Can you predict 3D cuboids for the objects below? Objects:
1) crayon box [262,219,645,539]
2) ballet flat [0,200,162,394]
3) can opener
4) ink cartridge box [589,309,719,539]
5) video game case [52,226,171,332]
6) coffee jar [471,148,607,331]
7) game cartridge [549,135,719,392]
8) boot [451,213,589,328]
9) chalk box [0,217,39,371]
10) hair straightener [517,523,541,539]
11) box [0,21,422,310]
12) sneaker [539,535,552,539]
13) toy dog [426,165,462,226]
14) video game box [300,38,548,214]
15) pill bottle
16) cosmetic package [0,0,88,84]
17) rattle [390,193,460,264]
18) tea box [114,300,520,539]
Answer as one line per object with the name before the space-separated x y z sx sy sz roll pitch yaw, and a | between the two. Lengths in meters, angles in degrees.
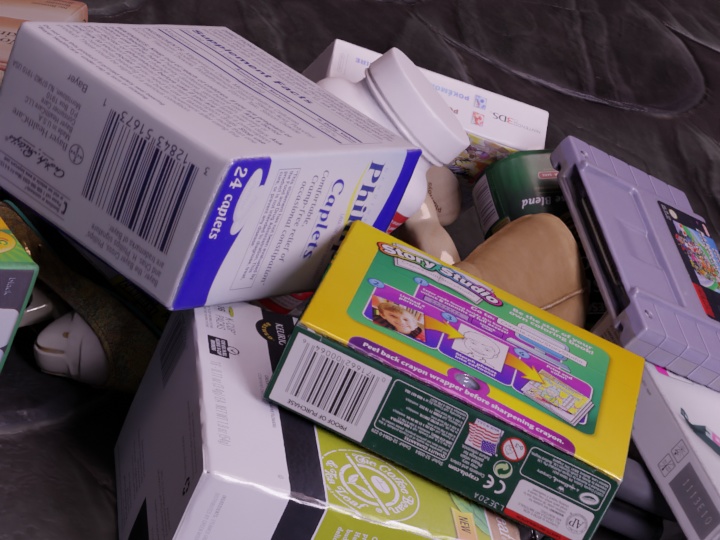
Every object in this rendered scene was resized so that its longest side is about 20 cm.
crayon box | 0.060 0.062 1.291 0.199 0.059 0.173 26 22 1
ballet flat | -0.199 0.029 1.430 0.200 0.071 0.071 40 29 25
can opener | 0.199 0.172 1.492 0.199 0.053 0.067 25 34 -31
ink cartridge box | 0.257 0.126 1.531 0.173 0.044 0.201 17 34 -39
video game case | -0.152 -0.031 1.515 0.181 0.025 0.200 48 13 -32
coffee jar | 0.152 0.013 1.650 0.104 0.085 0.201 -3 68 -22
game cartridge | 0.213 -0.003 1.578 0.129 0.038 0.201 19 36 -31
boot | 0.105 0.060 1.494 0.066 0.176 0.200 -7 6 28
chalk box | -0.280 0.014 1.302 0.123 0.125 0.200 3 33 -39
hair straightener | 0.108 0.146 1.518 0.077 0.041 0.200 32 31 12
box | -0.099 -0.069 1.370 0.184 0.105 0.200 34 23 29
sneaker | 0.126 0.243 1.324 0.087 0.074 0.200 31 36 -12
toy dog | -0.018 -0.043 1.687 0.199 0.132 0.097 10 68 -21
video game box | 0.024 -0.103 1.740 0.181 0.200 0.047 20 69 -17
pill bottle | -0.028 -0.058 1.520 0.112 0.200 0.112 49 12 -15
cosmetic package | -0.273 -0.131 1.592 0.103 0.088 0.200 8 24 9
rattle | 0.000 0.000 1.575 0.142 0.130 0.201 -12 70 -2
tea box | -0.030 0.136 1.291 0.196 0.134 0.200 18 26 -18
